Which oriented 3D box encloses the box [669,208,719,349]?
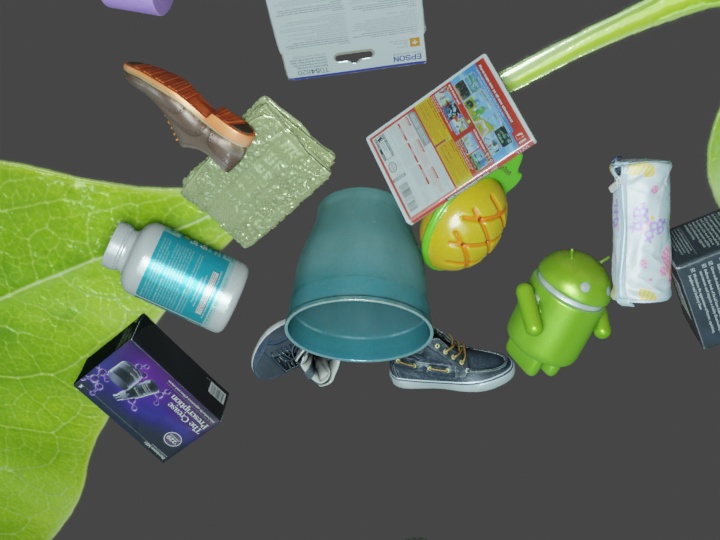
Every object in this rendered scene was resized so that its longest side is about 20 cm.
[{"bbox_3d":[0.547,-0.007,1.204,0.197,0.108,0.150,-22,115,14],"label":"box"}]

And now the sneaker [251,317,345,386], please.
[{"bbox_3d":[-0.098,0.131,1.281,0.202,0.147,0.077,-38,113,22],"label":"sneaker"}]

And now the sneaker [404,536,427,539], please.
[{"bbox_3d":[0.084,0.588,1.553,0.077,0.086,0.203,6,119,-1],"label":"sneaker"}]

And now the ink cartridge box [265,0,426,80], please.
[{"bbox_3d":[-0.019,-0.339,1.067,0.196,0.041,0.201,-6,143,5],"label":"ink cartridge box"}]

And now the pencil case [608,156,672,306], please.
[{"bbox_3d":[0.383,-0.055,1.162,0.082,0.090,0.204,4,103,41],"label":"pencil case"}]

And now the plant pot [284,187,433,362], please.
[{"bbox_3d":[0.000,0.000,1.162,0.196,0.191,0.201,1,152,1],"label":"plant pot"}]

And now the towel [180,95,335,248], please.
[{"bbox_3d":[-0.145,-0.134,1.200,0.148,0.037,0.200,41,111,-19],"label":"towel"}]

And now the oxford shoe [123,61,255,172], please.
[{"bbox_3d":[-0.239,-0.205,1.130,0.199,0.071,0.073,35,113,3],"label":"oxford shoe"}]

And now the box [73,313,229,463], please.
[{"bbox_3d":[-0.332,0.192,1.360,0.140,0.079,0.200,-35,112,22],"label":"box"}]

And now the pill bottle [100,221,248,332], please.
[{"bbox_3d":[-0.271,0.003,1.235,0.198,0.111,0.112,26,116,-12],"label":"pill bottle"}]

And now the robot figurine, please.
[{"bbox_3d":[0.290,0.057,1.242,0.173,0.116,0.202,6,121,-33],"label":"robot figurine"}]

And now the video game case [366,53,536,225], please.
[{"bbox_3d":[0.116,-0.173,1.128,0.199,0.145,0.017,-33,158,18],"label":"video game case"}]

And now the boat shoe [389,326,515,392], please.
[{"bbox_3d":[0.139,0.132,1.312,0.197,0.071,0.092,-3,123,6],"label":"boat shoe"}]

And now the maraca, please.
[{"bbox_3d":[0.155,-0.085,1.176,0.136,0.107,0.201,15,112,-54],"label":"maraca"}]

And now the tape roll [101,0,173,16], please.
[{"bbox_3d":[-0.248,-0.399,0.967,0.064,0.201,0.203,9,119,-2],"label":"tape roll"}]
